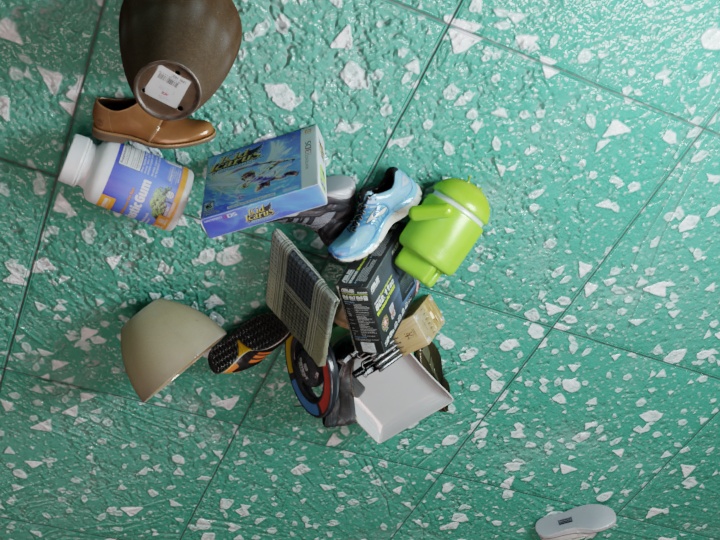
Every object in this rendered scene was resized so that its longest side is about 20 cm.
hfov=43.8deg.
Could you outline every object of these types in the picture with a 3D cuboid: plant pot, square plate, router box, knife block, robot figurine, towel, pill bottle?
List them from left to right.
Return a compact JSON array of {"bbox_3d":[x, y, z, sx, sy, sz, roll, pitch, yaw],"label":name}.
[{"bbox_3d":[-0.387,-0.149,1.476,0.200,0.112,0.112,20,125,-21],"label":"pill bottle"},{"bbox_3d":[-0.371,0.132,1.678,0.200,0.200,0.135,-40,91,25],"label":"plant pot"},{"bbox_3d":[-0.269,-0.308,1.297,0.186,0.200,0.187,-2,129,-3],"label":"plant pot"},{"bbox_3d":[-0.105,0.051,1.611,0.034,0.193,0.200,-26,149,-30],"label":"towel"},{"bbox_3d":[0.036,0.026,1.586,0.062,0.200,0.150,3,129,25],"label":"router box"},{"bbox_3d":[0.051,0.236,1.795,0.200,0.028,0.198,-34,109,23],"label":"square plate"},{"bbox_3d":[0.054,0.130,1.689,0.175,0.200,0.064,-26,96,23],"label":"knife block"},{"bbox_3d":[0.146,-0.072,1.553,0.200,0.116,0.175,-56,157,2],"label":"robot figurine"}]

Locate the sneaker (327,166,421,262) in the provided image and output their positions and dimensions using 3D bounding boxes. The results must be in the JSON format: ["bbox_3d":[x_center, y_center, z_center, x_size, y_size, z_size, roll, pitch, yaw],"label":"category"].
[{"bbox_3d":[0.010,-0.100,1.537,0.200,0.078,0.090,-47,125,-11],"label":"sneaker"}]

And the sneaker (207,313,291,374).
[{"bbox_3d":[-0.203,0.143,1.765,0.200,0.070,0.090,-30,160,20],"label":"sneaker"}]

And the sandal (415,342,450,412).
[{"bbox_3d":[0.141,0.222,1.859,0.054,0.082,0.200,0,140,24],"label":"sandal"}]

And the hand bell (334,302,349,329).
[{"bbox_3d":[0.000,0.000,1.660,0.104,0.104,0.200,0,117,-4],"label":"hand bell"}]

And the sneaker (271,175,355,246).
[{"bbox_3d":[-0.096,-0.090,1.568,0.200,0.076,0.114,-14,126,4],"label":"sneaker"}]

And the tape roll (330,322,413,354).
[{"bbox_3d":[0.006,0.158,1.800,0.200,0.048,0.201,-2,129,-3],"label":"tape roll"}]

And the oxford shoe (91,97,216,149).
[{"bbox_3d":[-0.331,-0.241,1.434,0.199,0.071,0.071,5,124,-7],"label":"oxford shoe"}]

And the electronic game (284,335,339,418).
[{"bbox_3d":[-0.097,0.186,1.726,0.042,0.200,0.200,-11,134,-28],"label":"electronic game"}]

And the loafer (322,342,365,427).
[{"bbox_3d":[-0.026,0.223,1.749,0.072,0.073,0.200,5,126,-10],"label":"loafer"}]

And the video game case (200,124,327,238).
[{"bbox_3d":[-0.156,-0.147,1.450,0.200,0.181,0.046,-16,128,8],"label":"video game case"}]

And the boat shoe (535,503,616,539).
[{"bbox_3d":[0.538,0.637,2.221,0.200,0.072,0.066,-20,133,13],"label":"boat shoe"}]
